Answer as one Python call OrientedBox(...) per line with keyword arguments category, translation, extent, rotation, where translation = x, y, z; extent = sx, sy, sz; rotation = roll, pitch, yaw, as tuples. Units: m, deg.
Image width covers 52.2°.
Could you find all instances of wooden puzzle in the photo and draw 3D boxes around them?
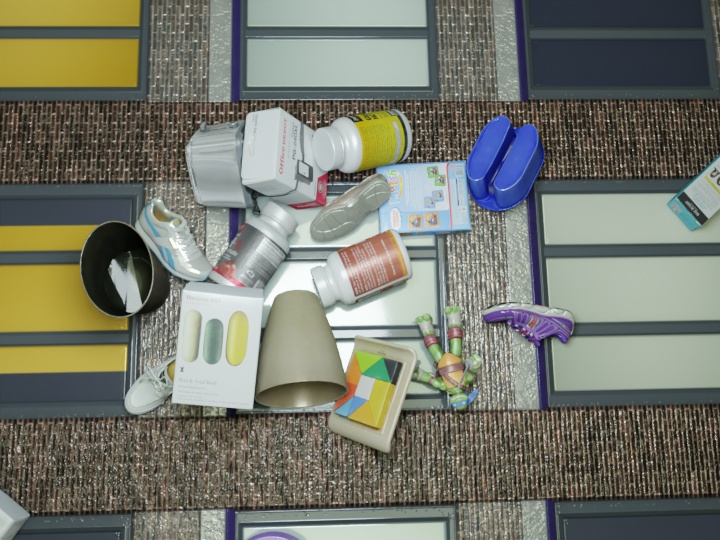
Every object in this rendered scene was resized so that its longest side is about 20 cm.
OrientedBox(category="wooden puzzle", translation=(0.017, 0.237, 1.450), extent=(0.037, 0.183, 0.205), rotation=(23, 79, -40))

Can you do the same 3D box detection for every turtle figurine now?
OrientedBox(category="turtle figurine", translation=(0.164, 0.171, 1.462), extent=(0.197, 0.143, 0.198), rotation=(8, 60, -34))

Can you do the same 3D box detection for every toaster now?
OrientedBox(category="toaster", translation=(-0.279, -0.210, 1.518), extent=(0.126, 0.115, 0.204), rotation=(0, 124, 10))

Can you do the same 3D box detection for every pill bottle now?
OrientedBox(category="pill bottle", translation=(0.003, -0.267, 1.528), extent=(0.197, 0.112, 0.115), rotation=(-17, 79, -33))
OrientedBox(category="pill bottle", translation=(-0.214, -0.037, 1.513), extent=(0.110, 0.111, 0.202), rotation=(33, 80, 4))
OrientedBox(category="pill bottle", translation=(0.000, 0.000, 1.514), extent=(0.196, 0.112, 0.114), rotation=(-22, 81, -7))

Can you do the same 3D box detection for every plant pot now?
OrientedBox(category="plant pot", translation=(-0.124, 0.149, 1.462), extent=(0.182, 0.188, 0.204), rotation=(-5, 66, -3))

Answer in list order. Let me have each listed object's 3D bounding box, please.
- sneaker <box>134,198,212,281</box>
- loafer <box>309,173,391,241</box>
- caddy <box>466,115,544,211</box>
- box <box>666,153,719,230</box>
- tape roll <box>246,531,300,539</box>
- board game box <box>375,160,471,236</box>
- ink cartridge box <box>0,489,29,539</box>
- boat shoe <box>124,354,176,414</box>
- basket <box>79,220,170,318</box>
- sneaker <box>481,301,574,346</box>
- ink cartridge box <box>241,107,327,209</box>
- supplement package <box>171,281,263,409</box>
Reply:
OrientedBox(category="sneaker", translation=(-0.380, -0.059, 1.515), extent=(0.199, 0.076, 0.081), rotation=(42, 124, 4))
OrientedBox(category="loafer", translation=(-0.023, -0.135, 1.562), extent=(0.198, 0.063, 0.072), rotation=(-33, 121, 11))
OrientedBox(category="caddy", translation=(0.310, -0.228, 1.577), extent=(0.139, 0.105, 0.203), rotation=(24, 79, 27))
OrientedBox(category="box", translation=(0.776, -0.185, 1.613), extent=(0.199, 0.049, 0.083), rotation=(-40, 83, -9))
OrientedBox(category="tape roll", translation=(-0.173, 0.615, 1.418), extent=(0.195, 0.066, 0.205), rotation=(0, 79, -2))
OrientedBox(category="board game box", translation=(0.134, -0.154, 1.587), extent=(0.195, 0.037, 0.155), rotation=(-3, 80, -3))
OrientedBox(category="ink cartridge box", translation=(-0.762, 0.512, 1.401), extent=(0.145, 0.086, 0.202), rotation=(36, 81, 5))
OrientedBox(category="boat shoe", translation=(-0.390, 0.217, 1.471), extent=(0.200, 0.086, 0.075), rotation=(-32, 82, -8))
OrientedBox(category="basket", translation=(-0.451, 0.017, 1.447), extent=(0.133, 0.200, 0.184), rotation=(-15, 79, -4))
OrientedBox(category="sneaker", translation=(0.349, 0.112, 1.529), extent=(0.195, 0.081, 0.086), rotation=(9, 85, -1))
OrientedBox(category="ink cartridge box", translation=(-0.148, -0.223, 1.500), extent=(0.082, 0.199, 0.149), rotation=(-2, 79, 28))
OrientedBox(category="supplement package", translation=(-0.263, 0.136, 1.375), extent=(0.148, 0.151, 0.205), rotation=(6, 94, -9))
